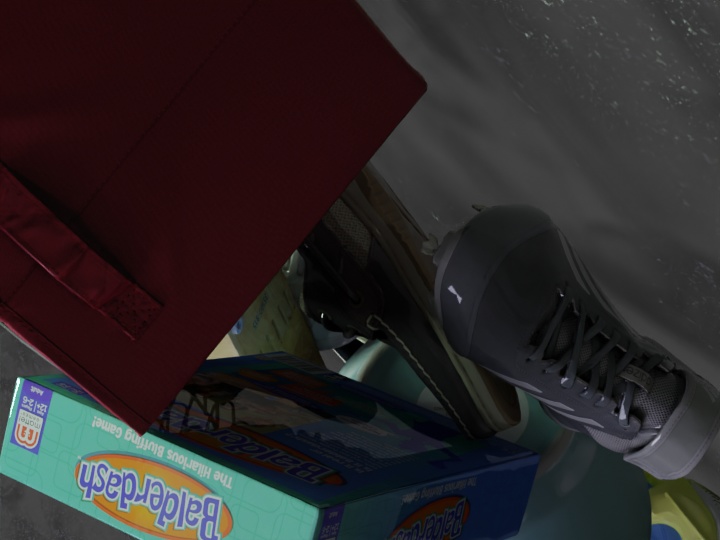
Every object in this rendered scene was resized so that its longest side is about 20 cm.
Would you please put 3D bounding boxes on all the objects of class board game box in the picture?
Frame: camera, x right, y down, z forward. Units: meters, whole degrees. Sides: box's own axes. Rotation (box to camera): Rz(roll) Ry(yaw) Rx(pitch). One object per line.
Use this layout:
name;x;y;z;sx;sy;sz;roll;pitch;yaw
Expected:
board game box;-0.032;0.083;0.726;0.151;0.045;0.200;20;-170;29

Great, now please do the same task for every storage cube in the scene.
storage cube;-0.119;-0.077;0.661;0.171;0.180;0.200;45;170;-36

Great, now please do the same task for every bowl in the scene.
bowl;0.055;0.097;0.879;0.200;0.201;0.105;35;151;30

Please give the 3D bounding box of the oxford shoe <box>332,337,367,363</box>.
oxford shoe;0.048;0.095;0.993;0.200;0.073;0.071;53;152;38

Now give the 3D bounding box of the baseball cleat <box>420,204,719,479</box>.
baseball cleat;0.101;0.033;0.708;0.106;0.070;0.200;28;177;30

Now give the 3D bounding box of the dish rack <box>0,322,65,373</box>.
dish rack;-0.108;-0.033;0.827;0.153;0.200;0.055;38;148;10

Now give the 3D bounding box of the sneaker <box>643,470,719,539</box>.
sneaker;0.127;0.144;0.990;0.076;0.105;0.200;46;169;-35

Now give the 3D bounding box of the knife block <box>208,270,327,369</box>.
knife block;-0.125;0.023;0.920;0.175;0.064;0.200;7;145;23

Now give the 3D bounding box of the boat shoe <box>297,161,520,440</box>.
boat shoe;0.000;0.000;0.776;0.200;0.065;0.072;55;-171;12

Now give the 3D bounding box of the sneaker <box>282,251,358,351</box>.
sneaker;-0.067;-0.002;0.957;0.199;0.075;0.100;-2;156;26
